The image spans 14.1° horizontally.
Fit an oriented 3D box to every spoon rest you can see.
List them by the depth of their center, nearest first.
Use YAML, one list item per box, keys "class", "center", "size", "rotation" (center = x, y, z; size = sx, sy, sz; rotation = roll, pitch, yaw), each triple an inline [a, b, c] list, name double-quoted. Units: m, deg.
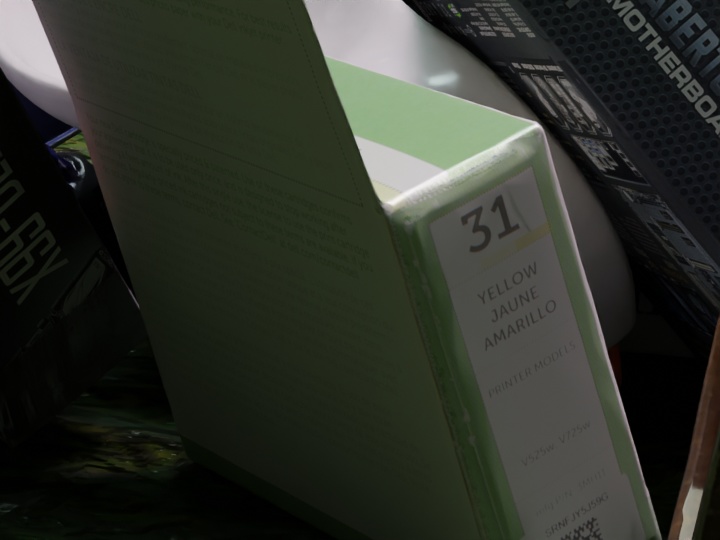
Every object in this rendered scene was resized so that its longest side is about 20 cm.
- class: "spoon rest"
  center: [-0.014, -0.046, 0.734]
  size: [0.200, 0.061, 0.099]
  rotation: [34, 51, 30]

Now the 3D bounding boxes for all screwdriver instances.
- class: "screwdriver"
  center: [-0.103, -0.042, 0.789]
  size: [0.028, 0.029, 0.200]
  rotation: [38, -6, 36]

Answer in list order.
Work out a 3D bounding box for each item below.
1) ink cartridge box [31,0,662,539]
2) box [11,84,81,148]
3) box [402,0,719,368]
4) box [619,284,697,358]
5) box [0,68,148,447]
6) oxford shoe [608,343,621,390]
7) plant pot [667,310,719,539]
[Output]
- class: "ink cartridge box"
  center: [-0.017, -0.033, 0.617]
  size: [0.048, 0.200, 0.145]
  rotation: [-27, 25, -23]
- class: "box"
  center: [-0.081, -0.072, 0.969]
  size: [0.121, 0.032, 0.200]
  rotation: [-26, 8, 30]
- class: "box"
  center: [0.083, -0.029, 0.714]
  size: [0.051, 0.158, 0.200]
  rotation: [-40, 8, -1]
- class: "box"
  center: [0.091, -0.054, 0.918]
  size: [0.199, 0.131, 0.200]
  rotation: [5, 11, 2]
- class: "box"
  center: [-0.146, -0.067, 0.700]
  size: [0.050, 0.158, 0.200]
  rotation: [-40, 57, -11]
- class: "oxford shoe"
  center: [0.000, 0.000, 0.785]
  size: [0.071, 0.073, 0.200]
  rotation: [-21, 43, -26]
- class: "plant pot"
  center: [0.162, 0.017, 0.493]
  size: [0.198, 0.200, 0.200]
  rotation: [14, 13, 7]
